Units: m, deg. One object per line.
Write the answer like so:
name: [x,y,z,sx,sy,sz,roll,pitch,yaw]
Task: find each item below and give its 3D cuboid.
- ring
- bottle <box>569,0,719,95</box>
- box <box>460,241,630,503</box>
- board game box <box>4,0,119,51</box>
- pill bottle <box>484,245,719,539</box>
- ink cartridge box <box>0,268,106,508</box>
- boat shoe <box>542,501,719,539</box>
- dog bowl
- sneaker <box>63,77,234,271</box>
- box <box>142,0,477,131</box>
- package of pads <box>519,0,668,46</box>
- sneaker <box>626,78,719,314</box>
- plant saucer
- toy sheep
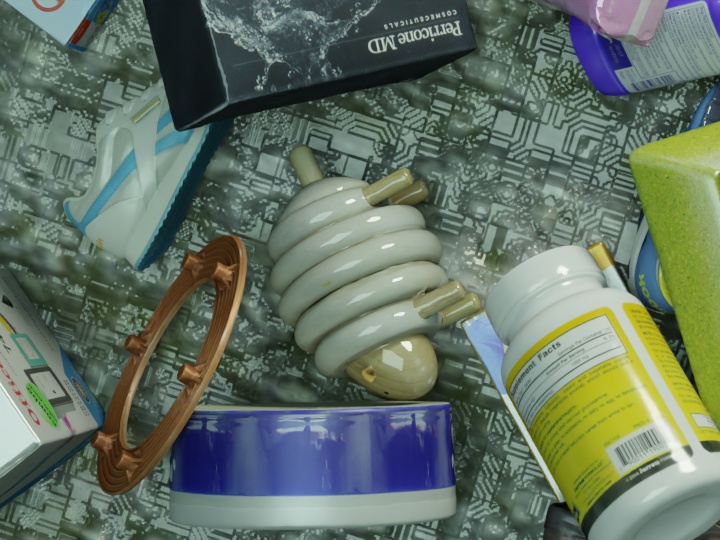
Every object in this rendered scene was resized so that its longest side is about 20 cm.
ring: [-0.138,0.063,1.630,0.019,0.200,0.201,27,95,-19]
bottle: [0.246,-0.177,1.602,0.199,0.084,0.066,-12,47,27]
box: [0.170,0.095,1.663,0.119,0.041,0.201,-30,85,7]
board game box: [-0.229,-0.298,1.704,0.200,0.056,0.196,37,96,6]
pill bottle: [0.164,0.087,1.566,0.112,0.112,0.201,-31,62,7]
ink cartridge box: [-0.293,0.098,1.645,0.146,0.200,0.147,-36,87,7]
boat shoe: [0.220,0.181,1.616,0.198,0.072,0.065,-4,109,-10]
dog bowl: [-0.033,0.132,1.610,0.198,0.200,0.080,-1,89,8]
sneaker: [-0.143,-0.104,1.686,0.080,0.077,0.201,29,93,8]
box: [-0.048,-0.219,1.611,0.195,0.117,0.202,-15,90,-23]
package of pads: [0.174,-0.260,1.556,0.120,0.075,0.201,30,102,42]
sneaker: [0.240,-0.058,1.632,0.074,0.082,0.201,32,72,-14]
plant saucer: [0.300,-0.014,1.583,0.199,0.048,0.202,-18,92,-27]
toy sheep: [0.000,0.000,1.643,0.137,0.138,0.201,-26,72,7]
